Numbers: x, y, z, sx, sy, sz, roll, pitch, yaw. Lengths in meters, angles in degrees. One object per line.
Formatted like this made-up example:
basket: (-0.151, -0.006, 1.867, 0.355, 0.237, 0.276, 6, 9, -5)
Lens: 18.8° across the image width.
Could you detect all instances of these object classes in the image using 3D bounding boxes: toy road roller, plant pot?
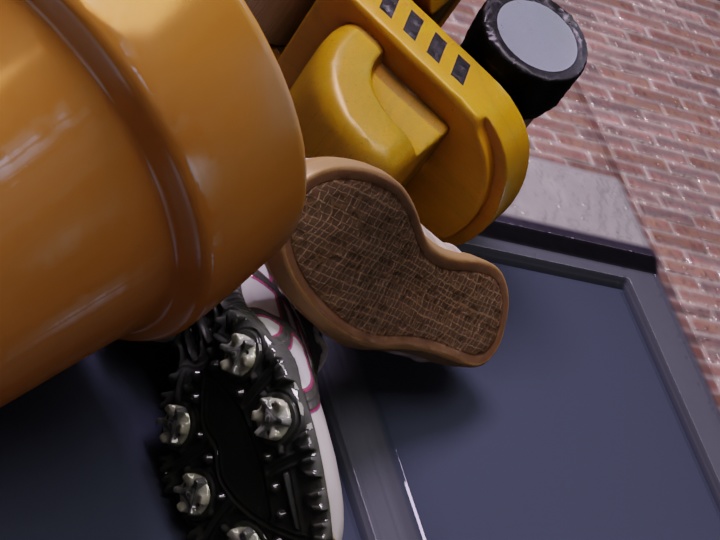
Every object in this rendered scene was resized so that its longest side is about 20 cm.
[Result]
toy road roller: (-0.006, -0.096, 1.017, 0.200, 0.123, 0.146, 44, 46, 5)
plant pot: (-0.152, -0.028, 0.747, 0.200, 0.200, 0.183, 43, 60, 6)

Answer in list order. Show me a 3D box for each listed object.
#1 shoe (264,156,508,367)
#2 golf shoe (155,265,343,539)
shoe: (0.000, 0.000, 0.913, 0.053, 0.070, 0.200, 15, -9, 29)
golf shoe: (-0.040, 0.041, 0.872, 0.088, 0.077, 0.200, 13, 43, -46)
